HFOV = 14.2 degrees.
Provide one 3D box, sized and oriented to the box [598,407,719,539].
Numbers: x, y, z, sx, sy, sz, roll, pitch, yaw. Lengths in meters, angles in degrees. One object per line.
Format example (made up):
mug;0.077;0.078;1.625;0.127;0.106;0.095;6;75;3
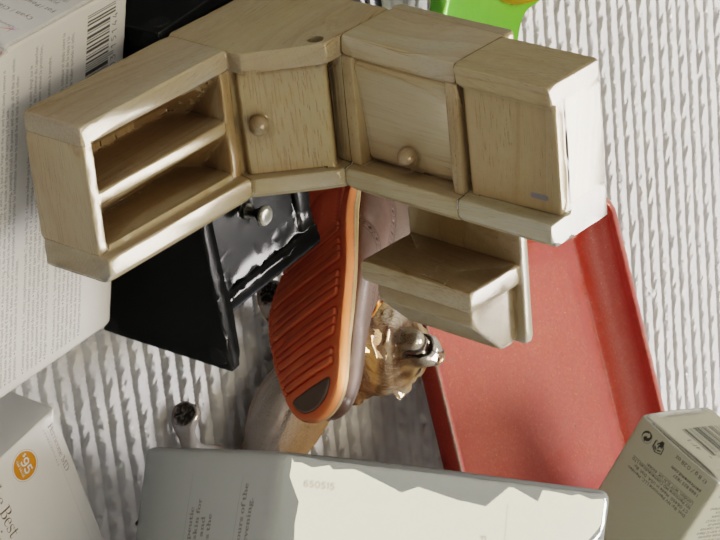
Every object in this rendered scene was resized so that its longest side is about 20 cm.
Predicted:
box;0.165;0.181;1.736;0.082;0.068;0.200;0;126;-53

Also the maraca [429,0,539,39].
maraca;0.089;-0.203;1.639;0.137;0.107;0.200;42;69;-52

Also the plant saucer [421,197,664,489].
plant saucer;0.104;0.066;1.761;0.200;0.037;0.200;-12;88;-47

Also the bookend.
bookend;-0.057;-0.089;1.503;0.199;0.092;0.200;-38;132;-39

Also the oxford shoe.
oxford shoe;0.000;0.000;1.558;0.073;0.071;0.200;27;51;-29

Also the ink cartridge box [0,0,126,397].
ink cartridge box;-0.180;-0.026;1.358;0.176;0.045;0.200;-38;143;-47

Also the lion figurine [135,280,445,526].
lion figurine;-0.041;0.085;1.621;0.200;0.072;0.122;-50;147;-8

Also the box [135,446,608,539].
box;-0.004;0.198;1.481;0.200;0.171;0.199;9;83;-28

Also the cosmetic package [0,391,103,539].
cosmetic package;-0.170;0.163;1.483;0.083;0.051;0.200;-46;135;-34

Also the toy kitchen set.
toy kitchen set;-0.014;-0.014;1.340;0.180;0.200;0.163;-32;127;-41
